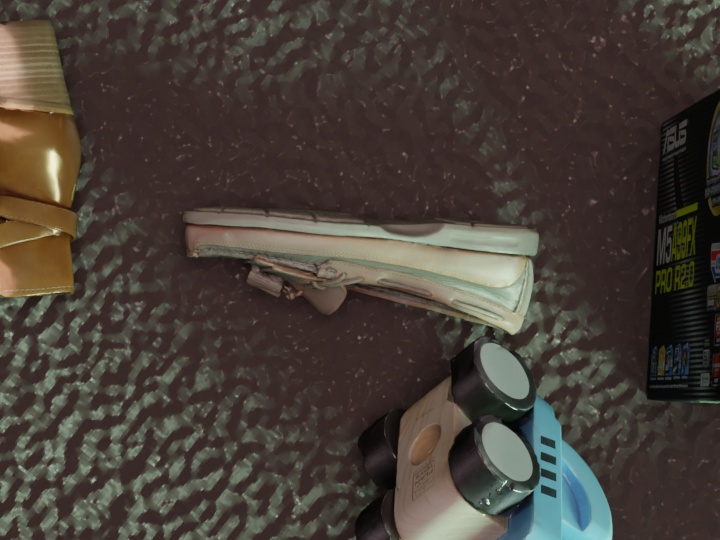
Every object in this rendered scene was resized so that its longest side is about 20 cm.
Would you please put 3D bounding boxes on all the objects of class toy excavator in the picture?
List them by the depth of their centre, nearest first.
[{"bbox_3d":[0.101,0.162,1.213,0.199,0.195,0.100,35,123,-22],"label":"toy excavator"}]

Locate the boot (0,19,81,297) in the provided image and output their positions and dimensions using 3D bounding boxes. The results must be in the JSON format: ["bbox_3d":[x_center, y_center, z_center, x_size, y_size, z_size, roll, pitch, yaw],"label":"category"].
[{"bbox_3d":[-0.251,-0.051,1.233,0.198,0.074,0.156,-5,91,-2],"label":"boot"}]

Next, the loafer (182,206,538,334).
[{"bbox_3d":[0.000,0.000,1.253,0.198,0.072,0.063,3,94,-7],"label":"loafer"}]

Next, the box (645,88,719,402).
[{"bbox_3d":[0.194,-0.009,1.201,0.044,0.200,0.162,3,87,-4],"label":"box"}]
